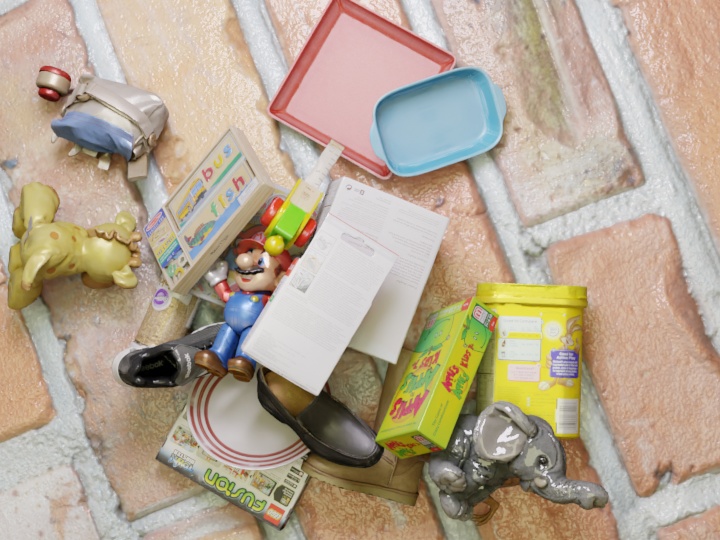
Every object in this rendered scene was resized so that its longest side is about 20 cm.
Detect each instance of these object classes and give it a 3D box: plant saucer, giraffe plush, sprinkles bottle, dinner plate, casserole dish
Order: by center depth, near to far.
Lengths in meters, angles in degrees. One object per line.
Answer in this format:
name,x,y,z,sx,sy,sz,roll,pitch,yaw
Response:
dinner plate,-0.134,0.183,1.718,0.200,0.024,0.200,0,54,0
casserole dish,0.101,-0.203,1.729,0.200,0.039,0.121,-20,103,-13
giraffe plush,-0.386,-0.029,1.744,0.162,0.200,0.173,7,81,-23
sprinkles bottle,-0.255,0.044,1.756,0.068,0.068,0.200,23,87,7
plant saucer,0.003,-0.254,1.774,0.200,0.037,0.200,30,88,8

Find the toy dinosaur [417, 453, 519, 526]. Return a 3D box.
toy dinosaur,0.171,0.279,1.687,0.200,0.060,0.106,10,109,-13

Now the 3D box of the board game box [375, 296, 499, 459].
board game box,0.098,0.137,1.625,0.048,0.102,0.200,36,60,-19

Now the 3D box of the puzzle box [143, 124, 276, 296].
puzzle box,-0.203,-0.081,1.688,0.200,0.025,0.133,-48,46,18

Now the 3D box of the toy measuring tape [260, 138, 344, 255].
toy measuring tape,-0.079,-0.089,1.674,0.073,0.074,0.200,23,53,7

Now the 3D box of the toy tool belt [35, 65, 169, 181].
toy tool belt,-0.371,-0.202,1.765,0.200,0.125,0.123,16,78,8

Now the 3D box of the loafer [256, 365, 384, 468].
loafer,-0.059,0.188,1.648,0.200,0.072,0.073,27,68,23

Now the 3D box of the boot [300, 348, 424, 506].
boot,0.026,0.198,1.708,0.175,0.066,0.200,17,88,-16

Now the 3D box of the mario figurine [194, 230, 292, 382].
mario figurine,-0.155,0.035,1.652,0.123,0.106,0.200,19,68,-6

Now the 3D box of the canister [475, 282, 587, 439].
canister,0.224,0.120,1.692,0.148,0.087,0.200,2,86,7

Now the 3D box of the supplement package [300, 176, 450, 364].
supplement package,0.000,0.000,1.677,0.152,0.151,0.200,21,87,-9

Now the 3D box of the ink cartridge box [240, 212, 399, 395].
ink cartridge box,-0.050,0.041,1.569,0.109,0.050,0.200,32,86,-8

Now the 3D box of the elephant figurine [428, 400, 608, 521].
elephant figurine,0.192,0.227,1.588,0.200,0.142,0.155,-22,103,18

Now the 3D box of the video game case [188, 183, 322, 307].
video game case,-0.125,-0.023,1.738,0.200,0.023,0.182,22,87,-14

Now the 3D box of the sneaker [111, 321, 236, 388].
sneaker,-0.225,0.118,1.687,0.200,0.090,0.067,-14,100,-17

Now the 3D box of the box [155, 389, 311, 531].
box,-0.168,0.258,1.743,0.200,0.035,0.110,29,88,8
